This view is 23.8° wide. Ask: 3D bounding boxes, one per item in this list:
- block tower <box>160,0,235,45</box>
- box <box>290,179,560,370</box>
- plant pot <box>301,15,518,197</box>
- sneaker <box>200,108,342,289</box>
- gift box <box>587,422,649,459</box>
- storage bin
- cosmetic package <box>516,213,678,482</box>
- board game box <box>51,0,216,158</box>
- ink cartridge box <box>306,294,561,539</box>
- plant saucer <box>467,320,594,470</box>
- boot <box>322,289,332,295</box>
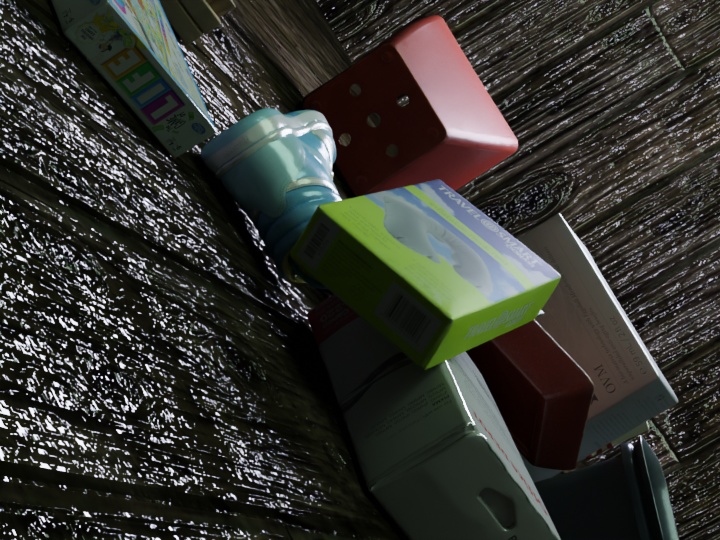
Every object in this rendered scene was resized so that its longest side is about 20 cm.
[{"bbox_3d":[-0.161,-0.276,1.492,0.058,0.054,0.200,54,8,-40],"label":"block tower"},{"bbox_3d":[0.053,-0.003,1.165,0.122,0.048,0.200,40,25,17],"label":"box"},{"bbox_3d":[0.041,-0.178,2.049,0.200,0.200,0.176,59,17,5],"label":"plant pot"},{"bbox_3d":[-0.041,-0.048,1.250,0.131,0.079,0.200,57,16,4],"label":"sneaker"},{"bbox_3d":[0.268,0.136,2.344,0.200,0.184,0.187,60,-3,46],"label":"gift box"},{"bbox_3d":[0.219,0.246,1.574,0.200,0.134,0.146,39,38,-69],"label":"storage bin"},{"bbox_3d":[0.173,0.088,1.698,0.200,0.200,0.123,61,9,24],"label":"cosmetic package"},{"bbox_3d":[-0.166,-0.182,1.103,0.134,0.034,0.200,51,10,-49],"label":"board game box"},{"bbox_3d":[0.049,0.109,1.170,0.146,0.085,0.200,54,6,-35],"label":"ink cartridge box"},{"bbox_3d":[0.120,0.081,1.518,0.200,0.037,0.200,47,-17,22],"label":"plant saucer"},{"bbox_3d":[0.000,0.000,1.406,0.174,0.069,0.200,48,2,-17],"label":"boot"}]
